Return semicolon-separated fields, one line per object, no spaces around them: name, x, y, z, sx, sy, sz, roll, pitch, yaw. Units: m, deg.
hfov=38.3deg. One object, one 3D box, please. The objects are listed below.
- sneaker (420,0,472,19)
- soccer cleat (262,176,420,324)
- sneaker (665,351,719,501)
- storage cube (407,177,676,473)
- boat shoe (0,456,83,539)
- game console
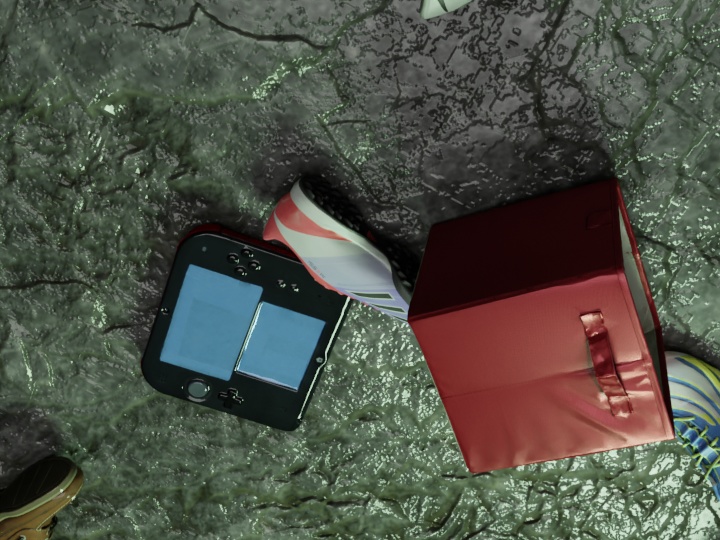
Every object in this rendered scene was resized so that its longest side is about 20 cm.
sneaker;0.023;-0.285;0.813;0.088;0.074;0.200;-32;109;18
soccer cleat;0.000;0.000;0.969;0.200;0.068;0.073;41;115;-10
sneaker;0.345;0.163;0.991;0.200;0.105;0.076;39;115;-14
storage cube;0.160;0.047;0.904;0.180;0.200;0.171;-14;116;20
boat shoe;-0.366;0.269;1.152;0.200;0.072;0.068;-28;115;29
game console;-0.115;0.061;1.032;0.177;0.031;0.200;21;118;-4
